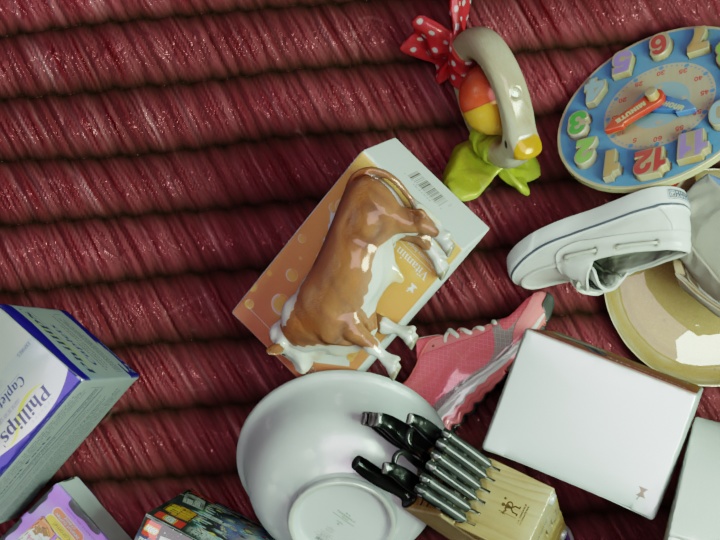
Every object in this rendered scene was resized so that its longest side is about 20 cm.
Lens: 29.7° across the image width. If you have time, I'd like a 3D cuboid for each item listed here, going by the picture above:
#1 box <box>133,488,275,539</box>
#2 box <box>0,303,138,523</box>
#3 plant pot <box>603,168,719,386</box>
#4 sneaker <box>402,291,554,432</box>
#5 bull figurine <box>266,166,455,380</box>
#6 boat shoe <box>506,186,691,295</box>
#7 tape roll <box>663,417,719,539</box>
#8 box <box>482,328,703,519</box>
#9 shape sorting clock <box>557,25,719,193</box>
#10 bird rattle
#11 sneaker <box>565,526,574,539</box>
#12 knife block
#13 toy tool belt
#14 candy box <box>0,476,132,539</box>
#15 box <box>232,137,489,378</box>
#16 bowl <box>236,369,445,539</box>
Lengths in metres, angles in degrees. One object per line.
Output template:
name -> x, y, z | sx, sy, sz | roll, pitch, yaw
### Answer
box -> -0.118, 0.249, 1.202 | 0.135, 0.200, 0.040 | 26, 89, 4
box -> -0.316, 0.131, 1.221 | 0.105, 0.200, 0.184 | 41, 90, 5
plant pot -> 0.325, 0.007, 1.276 | 0.197, 0.027, 0.203 | 0, 86, 4
sneaker -> 0.095, 0.080, 1.263 | 0.200, 0.074, 0.087 | -45, 82, -1
bull figurine -> -0.001, 0.017, 1.145 | 0.120, 0.065, 0.202 | 26, 111, 9
boat shoe -> 0.212, -0.011, 1.215 | 0.199, 0.071, 0.067 | -22, 62, 39
tape roll -> 0.317, 0.235, 1.112 | 0.137, 0.203, 0.206 | 13, 88, 15
box -> 0.207, 0.126, 1.175 | 0.150, 0.200, 0.108 | 21, 92, 15
shape sorting clock -> 0.268, -0.149, 1.222 | 0.198, 0.039, 0.202 | -21, 45, 22
bird rattle -> 0.117, -0.163, 1.239 | 0.111, 0.163, 0.203 | -12, 95, -15
sneaker -> 0.173, 0.301, 1.241 | 0.080, 0.083, 0.203 | -18, 85, 2
knife block -> 0.081, 0.191, 1.160 | 0.174, 0.200, 0.065 | 23, 73, 23
toy tool belt -> 0.338, -0.026, 1.208 | 0.125, 0.122, 0.201 | -52, 41, 17
candy box -> -0.291, 0.325, 1.274 | 0.200, 0.072, 0.168 | -43, 86, 0
box -> 0.000, 0.000, 1.227 | 0.124, 0.097, 0.200 | 43, 112, 6
bowl -> -0.015, 0.194, 1.207 | 0.198, 0.091, 0.204 | 1, 121, 1
